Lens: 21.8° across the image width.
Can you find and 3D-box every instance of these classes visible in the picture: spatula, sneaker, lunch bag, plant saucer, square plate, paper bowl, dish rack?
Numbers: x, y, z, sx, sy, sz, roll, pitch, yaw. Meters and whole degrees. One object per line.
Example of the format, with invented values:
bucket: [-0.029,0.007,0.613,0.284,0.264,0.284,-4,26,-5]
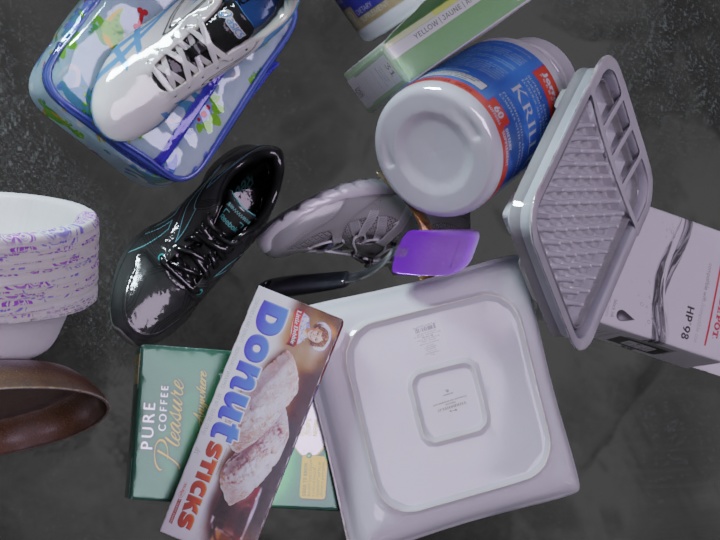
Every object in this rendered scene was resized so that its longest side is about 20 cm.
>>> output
spatula: [0.000,0.000,1.494,0.021,0.199,0.057,57,34,-30]
sneaker: [-0.129,-0.027,1.491,0.075,0.079,0.200,39,73,-13]
sneaker: [-0.126,-0.174,1.427,0.200,0.072,0.072,-43,104,-17]
lunch bag: [-0.153,-0.177,1.498,0.161,0.082,0.200,38,73,-16]
plant saucer: [-0.282,0.101,1.356,0.199,0.200,0.032,-3,72,-21]
sneaker: [0.011,-0.034,1.546,0.199,0.075,0.082,-14,87,-23]
square plate: [0.064,0.104,1.468,0.199,0.028,0.199,-14,90,-17]
paper bowl: [-0.291,0.007,1.360,0.200,0.201,0.105,-2,104,-21]
dish rack: [0.173,-0.056,1.508,0.200,0.043,0.172,-62,144,-34]

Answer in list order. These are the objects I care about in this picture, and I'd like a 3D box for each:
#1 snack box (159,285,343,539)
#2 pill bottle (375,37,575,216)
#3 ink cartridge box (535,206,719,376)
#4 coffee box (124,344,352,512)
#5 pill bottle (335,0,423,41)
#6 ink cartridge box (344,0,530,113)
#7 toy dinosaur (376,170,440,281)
snack box: [-0.082,0.118,1.420,0.072,0.024,0.201,21,85,3]
pill bottle: [0.103,-0.127,1.531,0.113,0.112,0.200,59,37,-6]
ink cartridge box: [0.265,0.013,1.644,0.199,0.067,0.116,17,77,-18]
coffee box: [-0.082,0.125,1.465,0.199,0.044,0.124,4,84,-13]
pill bottle: [-0.005,-0.303,1.548,0.120,0.120,0.200,-38,98,-21]
ink cartridge box: [0.080,-0.207,1.526,0.145,0.200,0.048,-37,94,-21]
toy dinosaur: [0.062,0.024,1.508,0.106,0.060,0.201,7,86,-26]
